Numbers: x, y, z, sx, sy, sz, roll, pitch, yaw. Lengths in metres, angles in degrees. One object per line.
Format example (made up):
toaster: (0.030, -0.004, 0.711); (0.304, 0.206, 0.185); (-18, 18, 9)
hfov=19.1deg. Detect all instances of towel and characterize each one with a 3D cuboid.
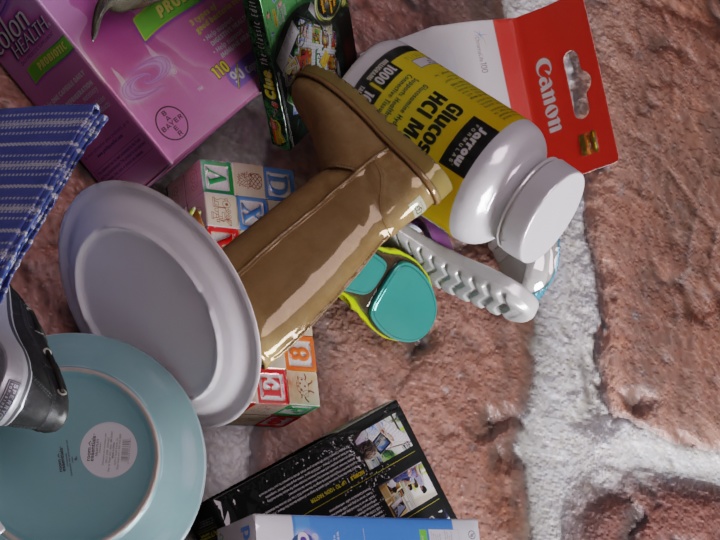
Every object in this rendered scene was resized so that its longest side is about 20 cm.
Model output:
towel: (-0.279, -0.042, 1.551); (0.024, 0.145, 0.200); (58, 44, -39)

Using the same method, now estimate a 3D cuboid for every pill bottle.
pill bottle: (0.076, -0.093, 1.726); (0.200, 0.113, 0.112); (34, 48, 22)

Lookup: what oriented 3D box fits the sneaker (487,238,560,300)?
sneaker: (0.117, -0.062, 1.862); (0.081, 0.077, 0.200); (0, 64, -26)

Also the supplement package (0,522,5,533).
supplement package: (-0.355, 0.137, 1.428); (0.117, 0.117, 0.200); (-39, 94, -39)

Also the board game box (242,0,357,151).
board game box: (-0.048, -0.202, 1.675); (0.105, 0.023, 0.200); (-45, 143, -33)

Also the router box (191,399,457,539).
router box: (-0.020, 0.208, 1.662); (0.200, 0.051, 0.149); (-25, 87, -38)

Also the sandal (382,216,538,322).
sandal: (0.063, -0.022, 1.772); (0.202, 0.082, 0.050); (31, 75, 8)

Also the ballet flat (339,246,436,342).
ballet flat: (0.000, 0.000, 1.729); (0.067, 0.067, 0.200); (-54, 149, 0)

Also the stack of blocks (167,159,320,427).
stack of blocks: (-0.105, 0.017, 1.682); (0.115, 0.059, 0.200); (6, 67, -33)

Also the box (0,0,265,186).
box: (-0.178, -0.187, 1.697); (0.200, 0.097, 0.176); (51, 52, -5)

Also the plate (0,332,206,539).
plate: (-0.209, 0.137, 1.524); (0.200, 0.026, 0.201); (0, 70, -1)

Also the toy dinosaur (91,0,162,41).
toy dinosaur: (-0.152, -0.235, 1.623); (0.077, 0.102, 0.200); (38, 62, -31)

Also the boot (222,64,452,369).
boot: (-0.055, -0.047, 1.619); (0.200, 0.066, 0.175); (-42, 55, -11)

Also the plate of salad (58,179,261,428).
plate of salad: (-0.143, 0.022, 1.566); (0.048, 0.200, 0.200); (-35, 92, -42)

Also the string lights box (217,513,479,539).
string lights box: (-0.003, 0.237, 1.592); (0.200, 0.059, 0.103); (6, 70, -32)

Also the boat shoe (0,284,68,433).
boat shoe: (-0.250, 0.058, 1.513); (0.057, 0.069, 0.200); (24, 17, -26)

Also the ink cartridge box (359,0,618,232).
ink cartridge box: (0.105, -0.137, 1.804); (0.047, 0.200, 0.160); (20, 56, -58)
